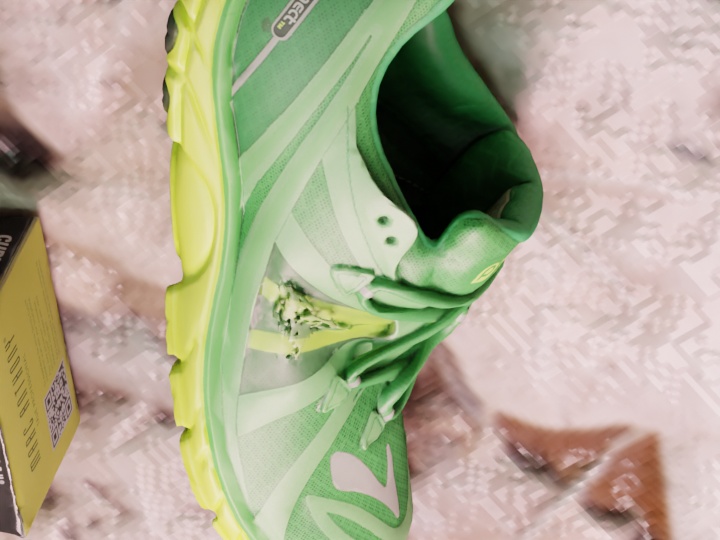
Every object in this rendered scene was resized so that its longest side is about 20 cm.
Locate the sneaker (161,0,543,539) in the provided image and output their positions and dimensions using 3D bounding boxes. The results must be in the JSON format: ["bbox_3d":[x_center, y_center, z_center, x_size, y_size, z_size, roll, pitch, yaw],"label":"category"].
[{"bbox_3d":[0.000,0.000,0.683,0.083,0.074,0.201,9,128,15],"label":"sneaker"}]

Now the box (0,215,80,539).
[{"bbox_3d":[-0.180,0.022,0.769,0.199,0.050,0.076,2,128,14],"label":"box"}]
